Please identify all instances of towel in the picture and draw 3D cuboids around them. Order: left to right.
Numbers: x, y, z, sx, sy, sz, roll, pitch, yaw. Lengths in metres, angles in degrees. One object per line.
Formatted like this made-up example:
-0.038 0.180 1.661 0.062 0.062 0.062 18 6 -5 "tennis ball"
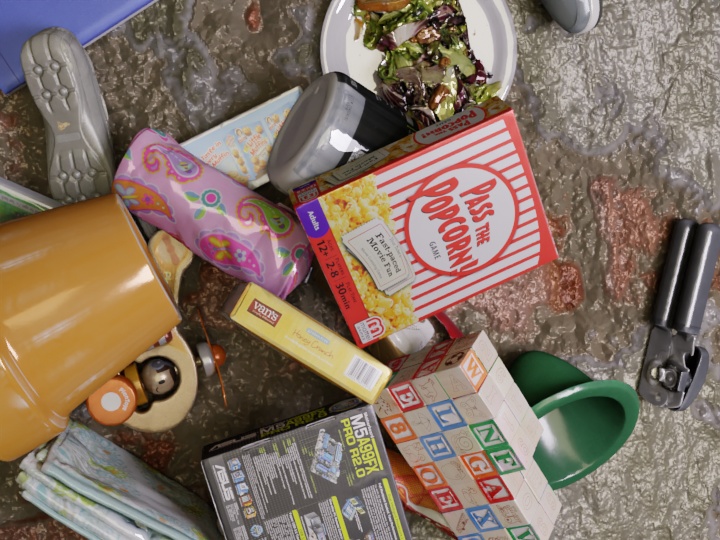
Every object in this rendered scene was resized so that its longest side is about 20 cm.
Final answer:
-0.214 0.213 0.891 0.199 0.171 0.048 35 89 -8 "towel"

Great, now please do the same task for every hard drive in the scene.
-0.287 -0.276 0.905 0.199 0.025 0.132 -33 98 -2 "hard drive"

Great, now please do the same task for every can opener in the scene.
0.343 0.049 1.012 0.067 0.053 0.201 10 95 -40 "can opener"

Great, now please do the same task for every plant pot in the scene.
-0.262 0.029 0.819 0.183 0.200 0.201 -28 98 -9 "plant pot"

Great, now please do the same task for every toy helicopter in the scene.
-0.185 0.058 0.928 0.131 0.079 0.201 9 93 -11 "toy helicopter"

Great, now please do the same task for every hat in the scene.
0.174 0.107 1.005 0.165 0.176 0.200 -26 138 -2 "hat"

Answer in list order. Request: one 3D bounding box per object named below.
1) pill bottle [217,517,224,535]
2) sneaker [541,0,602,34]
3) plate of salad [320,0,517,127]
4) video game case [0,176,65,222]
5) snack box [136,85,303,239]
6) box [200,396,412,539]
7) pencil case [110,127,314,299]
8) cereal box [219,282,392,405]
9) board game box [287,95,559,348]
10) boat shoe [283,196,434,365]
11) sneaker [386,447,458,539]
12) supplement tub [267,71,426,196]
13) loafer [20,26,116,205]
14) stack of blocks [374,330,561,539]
-0.036 0.275 0.948 0.112 0.112 0.200 -45 99 -1 "pill bottle"
0.142 -0.302 0.909 0.120 0.084 0.201 -30 92 -27 "sneaker"
0.060 -0.217 0.943 0.199 0.048 0.202 -1 96 -8 "plate of salad"
-0.339 0.008 0.909 0.199 0.022 0.183 24 106 -9 "video game case"
-0.133 -0.105 0.942 0.199 0.024 0.072 -27 98 -4 "snack box"
-0.039 0.231 0.864 0.159 0.044 0.201 -18 98 -7 "box"
-0.130 -0.051 0.883 0.199 0.087 0.088 30 92 0 "pencil case"
-0.057 0.063 0.880 0.143 0.200 0.040 32 83 -8 "cereal box"
0.057 -0.041 0.837 0.199 0.046 0.152 -25 118 -1 "board game box"
0.000 0.000 0.953 0.069 0.071 0.201 -36 94 -27 "boat shoe"
0.077 0.221 0.988 0.199 0.073 0.077 33 75 -16 "sneaker"
0.023 -0.087 0.902 0.199 0.122 0.123 30 92 -23 "supplement tub"
-0.262 -0.127 0.903 0.069 0.070 0.201 -2 114 9 "loafer"
0.108 0.165 0.890 0.115 0.059 0.201 -22 106 38 "stack of blocks"
